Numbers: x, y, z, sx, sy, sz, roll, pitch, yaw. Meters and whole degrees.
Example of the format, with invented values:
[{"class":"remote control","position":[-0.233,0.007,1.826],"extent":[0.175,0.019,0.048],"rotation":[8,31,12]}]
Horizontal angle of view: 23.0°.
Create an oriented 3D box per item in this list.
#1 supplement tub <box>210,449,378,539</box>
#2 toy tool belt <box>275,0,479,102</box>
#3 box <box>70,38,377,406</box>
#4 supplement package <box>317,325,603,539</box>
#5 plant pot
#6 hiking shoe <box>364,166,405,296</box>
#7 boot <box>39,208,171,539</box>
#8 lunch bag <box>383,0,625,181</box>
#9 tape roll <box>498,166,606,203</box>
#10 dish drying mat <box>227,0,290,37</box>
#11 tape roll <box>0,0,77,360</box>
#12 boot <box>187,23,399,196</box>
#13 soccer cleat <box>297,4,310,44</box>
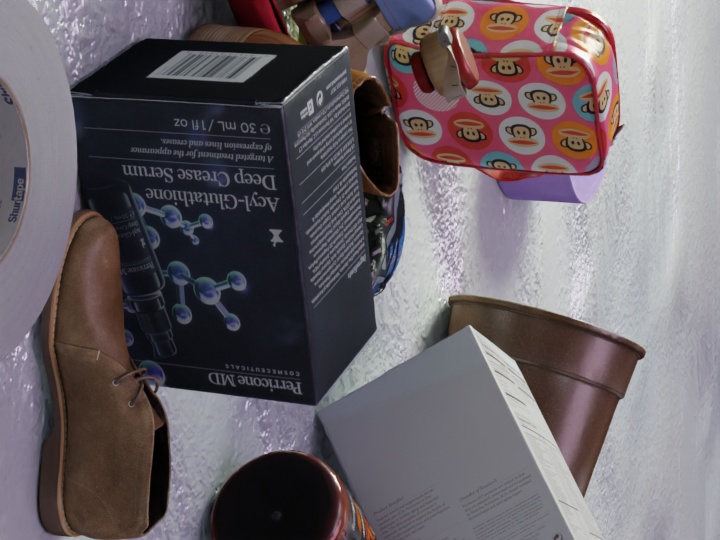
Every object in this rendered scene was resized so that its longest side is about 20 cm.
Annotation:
[{"class":"supplement tub","position":[-0.035,0.225,1.342],"extent":[0.200,0.106,0.108],"rotation":[64,37,-53]},{"class":"toy tool belt","position":[-0.009,-0.197,1.252],"extent":[0.125,0.122,0.201],"rotation":[-81,147,-62]},{"class":"box","position":[-0.083,-0.033,1.114],"extent":[0.107,0.147,0.202],"rotation":[-49,138,-55]},{"class":"supplement package","position":[0.090,0.181,1.473],"extent":[0.201,0.151,0.151],"rotation":[65,12,22]},{"class":"plant pot","position":[0.155,0.147,1.706],"extent":[0.200,0.199,0.200],"rotation":[34,70,-65]},{"class":"hiking shoe","position":[0.000,0.000,1.424],"extent":[0.087,0.074,0.201],"rotation":[73,30,-41]},{"class":"boot","position":[-0.148,0.064,1.070],"extent":[0.073,0.075,0.202],"rotation":[-17,109,-65]},{"class":"lunch bag","position":[0.127,-0.148,1.546],"extent":[0.177,0.198,0.082],"rotation":[76,30,-45]},{"class":"tape roll","position":[0.208,-0.174,1.898],"extent":[0.200,0.084,0.202],"rotation":[5,90,-69]},{"class":"dish drying mat","position":[-0.059,-0.148,1.261],"extent":[0.018,0.077,0.201],"rotation":[-37,141,-10]},{"class":"tape roll","position":[-0.219,-0.049,0.880],"extent":[0.200,0.066,0.202],"rotation":[4,90,-69]},{"class":"boot","position":[-0.029,-0.079,1.213],"extent":[0.077,0.154,0.201],"rotation":[-44,137,-31]},{"class":"soccer cleat","position":[-0.017,-0.195,1.345],"extent":[0.084,0.064,0.202],"rotation":[-36,127,-40]}]
